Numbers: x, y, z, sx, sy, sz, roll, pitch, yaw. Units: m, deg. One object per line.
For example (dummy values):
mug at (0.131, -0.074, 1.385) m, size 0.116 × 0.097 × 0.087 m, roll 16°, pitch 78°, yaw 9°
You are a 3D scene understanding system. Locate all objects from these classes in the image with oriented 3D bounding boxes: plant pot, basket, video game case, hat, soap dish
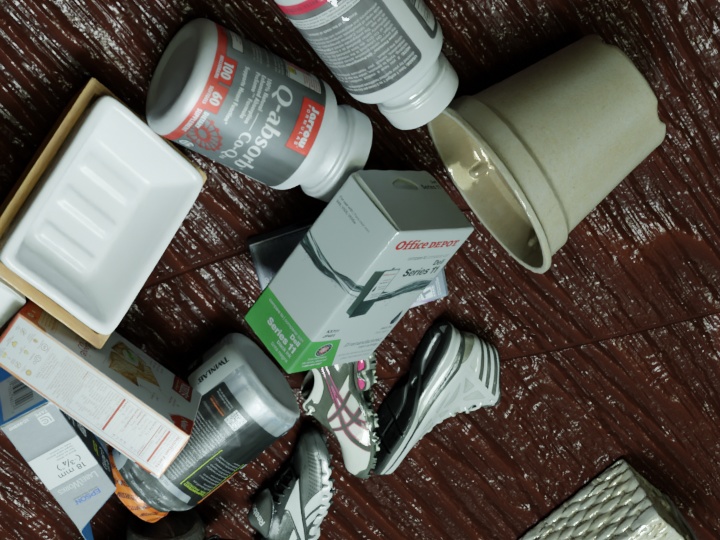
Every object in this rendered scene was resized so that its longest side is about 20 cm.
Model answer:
plant pot at (0.195, -0.132, 1.459) m, size 0.183 × 0.200 × 0.201 m, roll -36°, pitch 126°, yaw -8°
basket at (0.309, 0.356, 1.819) m, size 0.200 × 0.136 × 0.123 m, roll -41°, pitch 122°, yaw 9°
video game case at (-0.011, -0.003, 1.562) m, size 0.198 × 0.019 × 0.144 m, roll -19°, pitch 125°, yaw -7°
hat at (-0.220, 0.303, 1.598) m, size 0.198 × 0.201 × 0.082 m, roll -16°, pitch 102°, yaw -7°
soap dish at (-0.256, -0.054, 1.370) m, size 0.157 × 0.081 × 0.201 m, roll 41°, pitch 72°, yaw -34°

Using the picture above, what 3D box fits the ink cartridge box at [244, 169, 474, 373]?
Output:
ink cartridge box at (0.000, 0.000, 1.453) m, size 0.146 × 0.083 × 0.201 m, roll -6°, pitch 140°, yaw -54°

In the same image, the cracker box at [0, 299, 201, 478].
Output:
cracker box at (-0.252, 0.103, 1.414) m, size 0.199 × 0.134 × 0.058 m, roll 38°, pitch 99°, yaw -9°

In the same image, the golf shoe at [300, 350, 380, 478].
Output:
golf shoe at (-0.024, 0.147, 1.619) m, size 0.087 × 0.077 × 0.202 m, roll -8°, pitch 122°, yaw -6°

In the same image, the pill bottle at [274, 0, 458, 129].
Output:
pill bottle at (0.009, -0.229, 1.369) m, size 0.110 × 0.111 × 0.200 m, roll -37°, pitch 124°, yaw 7°

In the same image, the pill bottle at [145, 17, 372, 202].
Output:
pill bottle at (-0.094, -0.147, 1.385) m, size 0.199 × 0.116 × 0.116 m, roll 24°, pitch 112°, yaw -29°

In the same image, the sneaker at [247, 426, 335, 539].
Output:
sneaker at (-0.083, 0.269, 1.678) m, size 0.089 × 0.067 × 0.202 m, roll -2°, pitch 124°, yaw -19°

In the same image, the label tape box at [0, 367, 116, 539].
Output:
label tape box at (-0.303, 0.173, 1.501) m, size 0.063 × 0.145 × 0.201 m, roll -28°, pitch 126°, yaw -1°

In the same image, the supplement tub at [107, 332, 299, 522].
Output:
supplement tub at (-0.173, 0.171, 1.554) m, size 0.199 × 0.123 × 0.123 m, roll -38°, pitch 124°, yaw 8°

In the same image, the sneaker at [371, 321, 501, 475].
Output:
sneaker at (0.095, 0.163, 1.663) m, size 0.114 × 0.076 × 0.202 m, roll 21°, pitch 110°, yaw -26°

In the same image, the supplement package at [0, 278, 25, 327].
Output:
supplement package at (-0.431, 0.034, 1.386) m, size 0.200 × 0.122 × 0.120 m, roll -43°, pitch 124°, yaw 12°
